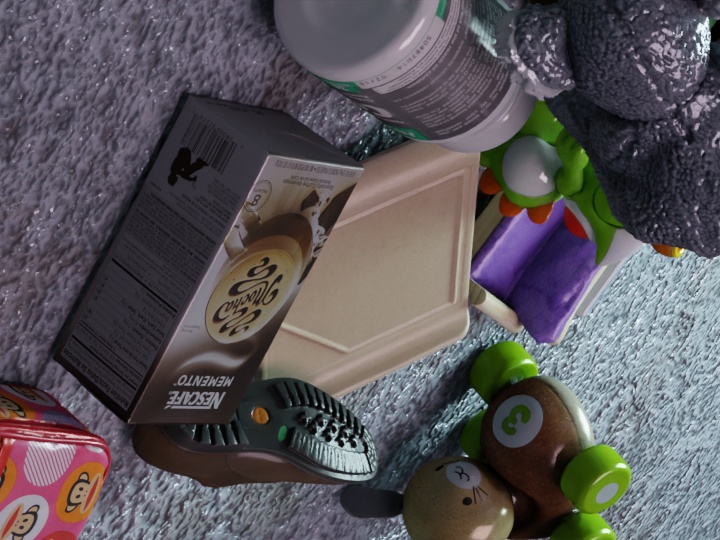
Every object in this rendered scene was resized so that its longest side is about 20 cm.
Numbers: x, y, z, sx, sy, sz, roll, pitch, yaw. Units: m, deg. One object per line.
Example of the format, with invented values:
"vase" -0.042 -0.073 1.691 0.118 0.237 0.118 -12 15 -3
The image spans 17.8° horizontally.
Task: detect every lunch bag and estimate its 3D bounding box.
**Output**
"lunch bag" -0.264 0.163 1.438 0.176 0.082 0.200 14 109 -54

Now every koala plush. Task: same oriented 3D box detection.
"koala plush" 0.190 -0.127 1.458 0.177 0.184 0.200 -23 135 15

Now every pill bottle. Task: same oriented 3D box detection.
"pill bottle" 0.037 -0.148 1.485 0.113 0.113 0.200 -55 150 4

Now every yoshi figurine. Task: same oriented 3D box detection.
"yoshi figurine" 0.169 -0.086 1.664 0.112 0.200 0.112 -50 147 -27

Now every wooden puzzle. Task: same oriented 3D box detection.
"wooden puzzle" 0.000 0.000 1.655 0.185 0.037 0.200 -24 137 -23

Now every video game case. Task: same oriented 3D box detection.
"video game case" 0.232 -0.048 1.886 0.200 0.022 0.182 -54 176 4

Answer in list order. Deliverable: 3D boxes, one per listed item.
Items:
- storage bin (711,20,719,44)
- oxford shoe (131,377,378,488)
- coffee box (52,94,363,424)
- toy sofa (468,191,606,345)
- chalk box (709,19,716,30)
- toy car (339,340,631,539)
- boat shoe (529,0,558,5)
"storage bin" 0.307 -0.202 1.719 0.135 0.094 0.200 -53 -167 1
"oxford shoe" -0.076 0.121 1.642 0.200 0.073 0.084 16 142 -35
"coffee box" -0.098 -0.003 1.484 0.113 0.080 0.200 4 119 -57
"toy sofa" 0.154 -0.048 1.775 0.200 0.098 0.083 -53 149 1
"chalk box" 0.207 -0.250 1.604 0.124 0.125 0.200 -57 149 8
"toy car" 0.090 0.180 1.888 0.200 0.164 0.158 -20 139 -25
"boat shoe" 0.208 -0.146 1.652 0.065 0.200 0.072 -29 154 -54
